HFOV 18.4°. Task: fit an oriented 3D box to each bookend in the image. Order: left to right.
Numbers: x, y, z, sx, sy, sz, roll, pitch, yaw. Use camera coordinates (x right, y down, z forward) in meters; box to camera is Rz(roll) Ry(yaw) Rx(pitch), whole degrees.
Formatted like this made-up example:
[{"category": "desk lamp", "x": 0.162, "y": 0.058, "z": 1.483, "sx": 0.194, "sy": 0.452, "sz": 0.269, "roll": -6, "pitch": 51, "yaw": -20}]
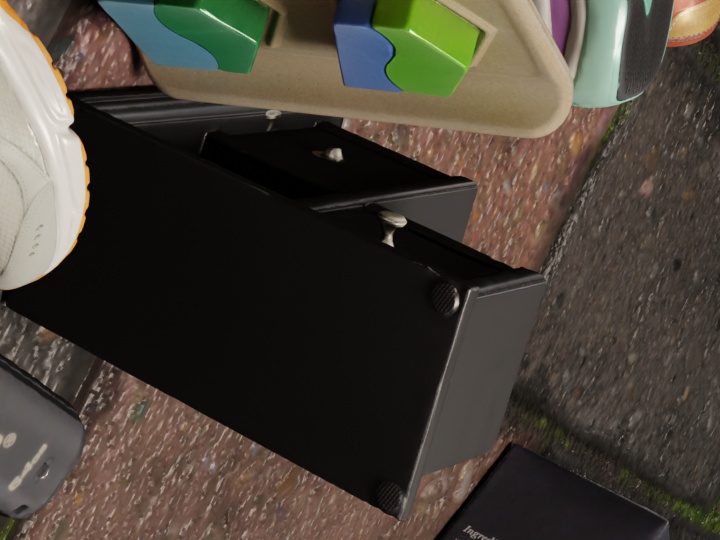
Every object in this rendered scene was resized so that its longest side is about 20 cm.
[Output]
[{"category": "bookend", "x": 0.000, "y": 0.000, "z": 0.901, "sx": 0.198, "sy": 0.199, "sz": 0.093, "roll": -10, "pitch": 121, "yaw": -56}]

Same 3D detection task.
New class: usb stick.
[{"category": "usb stick", "x": -0.163, "y": 0.045, "z": 0.836, "sx": 0.056, "sy": 0.033, "sz": 0.200, "roll": -60, "pitch": 152, "yaw": -10}]

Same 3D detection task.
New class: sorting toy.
[{"category": "sorting toy", "x": -0.035, "y": -0.106, "z": 0.774, "sx": 0.200, "sy": 0.184, "sz": 0.037, "roll": 56, "pitch": 48, "yaw": -57}]

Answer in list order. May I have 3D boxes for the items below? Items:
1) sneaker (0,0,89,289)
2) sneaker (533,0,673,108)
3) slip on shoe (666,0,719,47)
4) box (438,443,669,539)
[{"category": "sneaker", "x": -0.155, "y": -0.067, "z": 0.734, "sx": 0.092, "sy": 0.076, "sz": 0.201, "roll": -36, "pitch": 134, "yaw": -30}, {"category": "sneaker", "x": 0.059, "y": -0.171, "z": 0.841, "sx": 0.078, "sy": 0.139, "sz": 0.201, "roll": 6, "pitch": 98, "yaw": -65}, {"category": "slip on shoe", "x": 0.070, "y": -0.115, "z": 0.944, "sx": 0.074, "sy": 0.199, "sz": 0.061, "roll": -38, "pitch": 114, "yaw": -37}, {"category": "box", "x": 0.094, "y": 0.252, "z": 1.347, "sx": 0.200, "sy": 0.117, "sz": 0.197, "roll": -50, "pitch": 148, "yaw": -28}]
